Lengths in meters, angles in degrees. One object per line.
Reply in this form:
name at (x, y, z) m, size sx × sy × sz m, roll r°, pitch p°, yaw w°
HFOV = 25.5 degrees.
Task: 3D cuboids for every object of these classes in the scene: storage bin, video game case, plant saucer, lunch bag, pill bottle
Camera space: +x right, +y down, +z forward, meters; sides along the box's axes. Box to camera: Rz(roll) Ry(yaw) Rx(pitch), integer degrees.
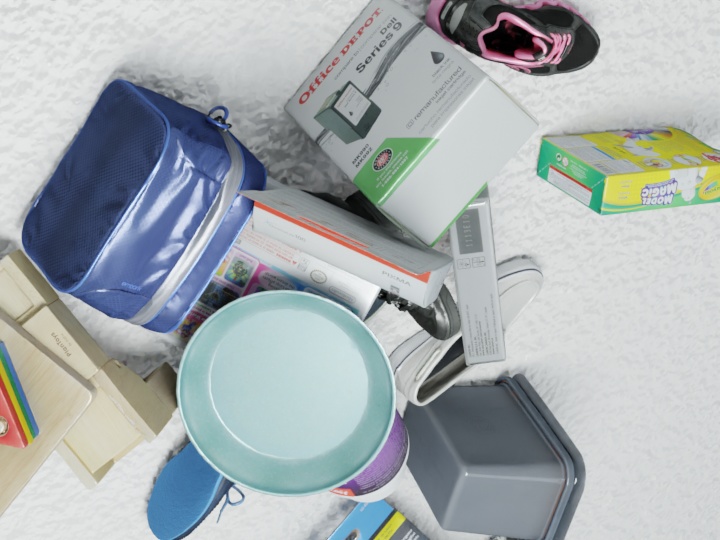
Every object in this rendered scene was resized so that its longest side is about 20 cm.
storage bin at (0.126, 0.209, 1.702) m, size 0.134 × 0.200 × 0.146 m, roll 5°, pitch 118°, yaw -23°
video game case at (-0.092, 0.011, 1.452) m, size 0.200 × 0.024 × 0.182 m, roll 28°, pitch 107°, yaw -3°
plant saucer at (-0.066, 0.108, 1.448) m, size 0.200 × 0.036 × 0.200 m, roll 1°, pitch 106°, yaw 4°
lunch bag at (-0.174, -0.058, 1.352) m, size 0.132 × 0.136 × 0.200 m, roll 26°, pitch 103°, yaw -42°
pill bottle at (-0.012, 0.165, 1.607) m, size 0.111 × 0.111 × 0.200 m, roll -37°, pitch 152°, yaw -6°

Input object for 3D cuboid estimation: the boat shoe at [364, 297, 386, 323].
boat shoe at (-0.045, 0.032, 1.536) m, size 0.200 × 0.075 × 0.062 m, roll -27°, pitch 168°, yaw -6°

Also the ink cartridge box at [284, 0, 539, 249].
ink cartridge box at (0.039, -0.135, 1.392) m, size 0.146 × 0.200 × 0.084 m, roll -49°, pitch 130°, yaw 6°

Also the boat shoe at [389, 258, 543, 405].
boat shoe at (0.120, 0.067, 1.675) m, size 0.200 × 0.066 × 0.072 m, roll -35°, pitch 133°, yaw -7°

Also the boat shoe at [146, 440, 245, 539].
boat shoe at (-0.136, 0.195, 1.584) m, size 0.200 × 0.084 × 0.069 m, roll -50°, pitch 151°, yaw 21°

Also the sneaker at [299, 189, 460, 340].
sneaker at (0.001, -0.001, 1.495) m, size 0.104 × 0.200 × 0.060 m, roll -32°, pitch 178°, yaw -27°

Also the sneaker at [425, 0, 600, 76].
sneaker at (0.158, -0.213, 1.486) m, size 0.200 × 0.095 × 0.079 m, roll 6°, pitch 115°, yaw -37°

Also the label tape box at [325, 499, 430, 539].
label tape box at (0.016, 0.343, 1.777) m, size 0.144 × 0.063 × 0.200 m, roll -49°, pitch 117°, yaw -8°

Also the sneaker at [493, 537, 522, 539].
sneaker at (0.163, 0.351, 1.904) m, size 0.200 × 0.077 × 0.076 m, roll -29°, pitch 102°, yaw -34°

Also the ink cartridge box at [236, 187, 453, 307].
ink cartridge box at (-0.016, -0.017, 1.309) m, size 0.200 × 0.162 × 0.057 m, roll -32°, pitch 146°, yaw -75°

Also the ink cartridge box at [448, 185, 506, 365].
ink cartridge box at (0.108, -0.039, 1.545) m, size 0.043 × 0.174 × 0.200 m, roll -7°, pitch 129°, yaw 4°

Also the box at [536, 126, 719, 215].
box at (0.294, -0.105, 1.632) m, size 0.200 × 0.117 × 0.048 m, roll -9°, pitch 118°, yaw -28°

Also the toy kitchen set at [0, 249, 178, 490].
toy kitchen set at (-0.291, 0.101, 1.434) m, size 0.163 × 0.180 × 0.200 m, roll -38°, pitch 94°, yaw 8°

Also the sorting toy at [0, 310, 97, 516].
sorting toy at (-0.360, 0.120, 1.318) m, size 0.199 × 0.070 × 0.200 m, roll 39°, pitch 100°, yaw -1°
